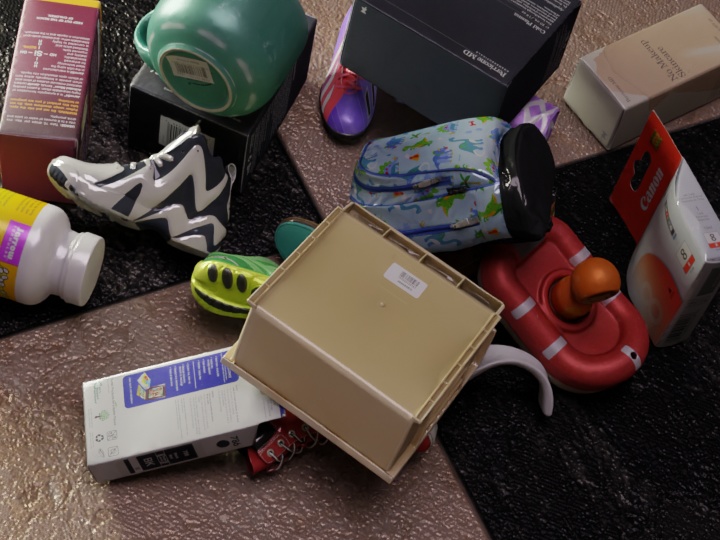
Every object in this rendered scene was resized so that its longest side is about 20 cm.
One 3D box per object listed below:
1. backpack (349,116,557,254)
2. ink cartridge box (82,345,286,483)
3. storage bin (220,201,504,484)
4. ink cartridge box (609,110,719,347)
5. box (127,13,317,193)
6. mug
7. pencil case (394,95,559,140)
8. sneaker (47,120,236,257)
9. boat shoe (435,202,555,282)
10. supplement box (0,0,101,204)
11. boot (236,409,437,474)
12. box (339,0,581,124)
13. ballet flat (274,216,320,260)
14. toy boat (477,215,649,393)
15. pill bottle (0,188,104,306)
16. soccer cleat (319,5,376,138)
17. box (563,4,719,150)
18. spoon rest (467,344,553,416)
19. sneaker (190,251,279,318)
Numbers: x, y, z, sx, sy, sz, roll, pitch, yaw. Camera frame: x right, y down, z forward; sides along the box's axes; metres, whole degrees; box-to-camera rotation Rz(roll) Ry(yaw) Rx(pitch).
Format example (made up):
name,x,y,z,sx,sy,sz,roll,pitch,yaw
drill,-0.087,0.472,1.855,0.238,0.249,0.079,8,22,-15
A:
name,x,y,z,sx,sy,sz,roll,pitch,yaw
backpack,0.088,-0.084,1.652,0.154,0.198,0.164,56,29,-23
ink cartridge box,-0.169,0.134,1.536,0.197,0.039,0.100,-14,52,4
storage bin,0.008,0.059,1.522,0.199,0.094,0.199,34,47,10
ink cartridge box,0.319,-0.045,1.712,0.050,0.163,0.201,-14,59,-21
box,-0.153,-0.212,1.774,0.147,0.105,0.201,24,54,7
mug,-0.152,-0.229,1.646,0.152,0.185,0.115,38,57,-13
pencil case,0.130,-0.189,1.822,0.198,0.086,0.084,29,41,11
sneaker,-0.218,-0.108,1.660,0.197,0.079,0.131,23,80,-11
boat shoe,0.128,-0.040,1.730,0.199,0.068,0.072,-31,66,-27
supplement box,-0.335,-0.187,1.720,0.084,0.111,0.202,6,55,-6
boot,-0.034,0.163,1.563,0.198,0.073,0.145,23,55,15
box,0.109,-0.262,1.753,0.199,0.105,0.182,32,51,13
ballet flat,0.000,0.000,1.679,0.199,0.069,0.072,29,27,27
toy boat,0.225,0.028,1.649,0.130,0.131,0.201,-40,91,-30
pill bottle,-0.365,-0.029,1.609,0.198,0.105,0.105,17,54,2
soccer cleat,-0.005,-0.243,1.842,0.067,0.074,0.202,13,54,-1
box,0.352,-0.232,1.898,0.199,0.078,0.095,-27,65,-26
spoon rest,0.104,0.104,1.625,0.197,0.061,0.100,7,25,-9
sneaker,-0.077,0.025,1.639,0.198,0.075,0.084,23,26,-11
